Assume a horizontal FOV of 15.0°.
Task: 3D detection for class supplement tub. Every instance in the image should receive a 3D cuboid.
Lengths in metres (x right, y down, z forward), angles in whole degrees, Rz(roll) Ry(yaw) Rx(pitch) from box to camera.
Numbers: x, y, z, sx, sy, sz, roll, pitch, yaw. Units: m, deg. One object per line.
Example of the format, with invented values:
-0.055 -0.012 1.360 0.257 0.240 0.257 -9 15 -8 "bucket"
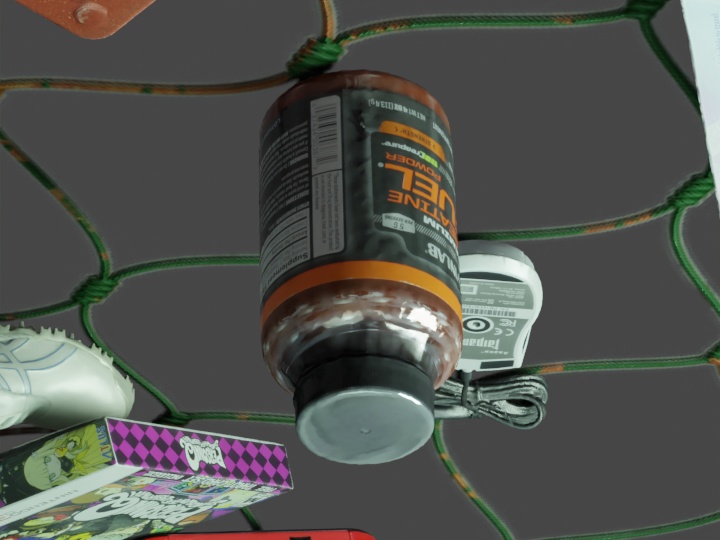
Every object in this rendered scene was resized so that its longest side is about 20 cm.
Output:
0.000 0.000 1.427 0.107 0.200 0.107 -2 144 -1 "supplement tub"

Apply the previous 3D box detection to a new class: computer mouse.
0.068 0.031 1.607 0.110 0.044 0.200 6 149 -2 "computer mouse"

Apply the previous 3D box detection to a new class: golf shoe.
-0.224 0.075 1.609 0.200 0.097 0.078 21 136 -30 "golf shoe"

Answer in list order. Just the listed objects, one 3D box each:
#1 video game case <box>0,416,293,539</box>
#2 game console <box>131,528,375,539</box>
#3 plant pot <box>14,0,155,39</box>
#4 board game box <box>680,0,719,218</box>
-0.168 0.140 1.688 0.181 0.036 0.200 -21 162 25 "video game case"
-0.101 0.224 1.837 0.200 0.031 0.177 2 149 -29 "game console"
-0.118 -0.219 1.147 0.200 0.176 0.200 28 135 -34 "plant pot"
0.273 -0.111 1.420 0.199 0.043 0.200 -9 143 8 "board game box"
